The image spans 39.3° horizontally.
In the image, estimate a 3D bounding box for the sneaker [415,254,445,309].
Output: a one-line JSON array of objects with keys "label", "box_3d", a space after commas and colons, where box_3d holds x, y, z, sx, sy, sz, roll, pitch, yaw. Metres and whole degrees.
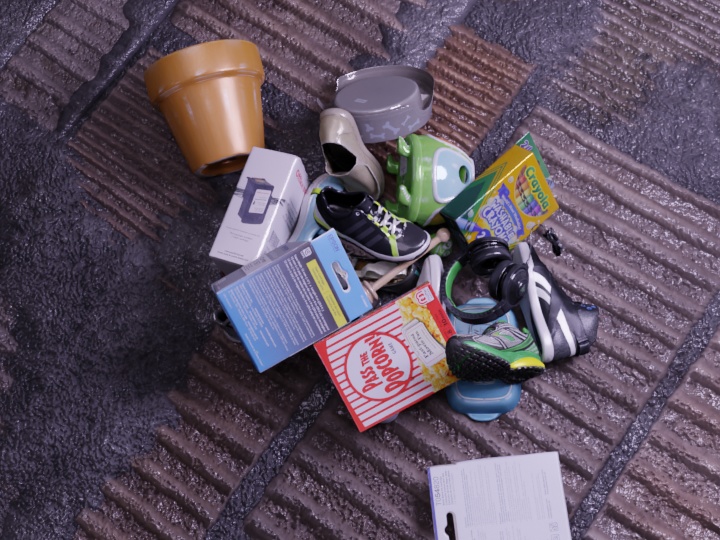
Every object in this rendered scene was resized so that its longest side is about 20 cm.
[{"label": "sneaker", "box_3d": [0.087, 0.073, 1.585, 0.088, 0.075, 0.201, 3, 81, 15]}]

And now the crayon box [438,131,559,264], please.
[{"label": "crayon box", "box_3d": [0.235, -0.108, 1.609, 0.200, 0.126, 0.052, -42, 37, -9]}]

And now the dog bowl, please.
[{"label": "dog bowl", "box_3d": [0.029, -0.277, 1.683, 0.199, 0.059, 0.200, -8, 32, 5]}]

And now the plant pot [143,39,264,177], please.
[{"label": "plant pot", "box_3d": [-0.245, -0.263, 1.699, 0.199, 0.200, 0.184, -16, 85, 0]}]

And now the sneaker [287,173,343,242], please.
[{"label": "sneaker", "box_3d": [-0.057, -0.072, 1.641, 0.082, 0.074, 0.201, -1, 61, 42]}]

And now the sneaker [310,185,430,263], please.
[{"label": "sneaker", "box_3d": [0.012, -0.075, 1.553, 0.199, 0.083, 0.072, 18, 57, 10]}]

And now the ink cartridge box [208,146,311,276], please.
[{"label": "ink cartridge box", "box_3d": [-0.156, -0.078, 1.633, 0.084, 0.145, 0.201, 16, 73, 13]}]

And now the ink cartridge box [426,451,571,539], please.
[{"label": "ink cartridge box", "box_3d": [0.207, 0.377, 1.486, 0.199, 0.041, 0.201, -6, 70, 4]}]

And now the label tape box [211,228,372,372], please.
[{"label": "label tape box", "box_3d": [-0.103, 0.040, 1.521, 0.199, 0.066, 0.144, -30, 108, -10]}]

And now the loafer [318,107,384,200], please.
[{"label": "loafer", "box_3d": [-0.022, -0.172, 1.628, 0.075, 0.200, 0.068, -1, 52, 29]}]

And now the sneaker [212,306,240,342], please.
[{"label": "sneaker", "box_3d": [-0.141, 0.058, 1.583, 0.199, 0.116, 0.075, -20, 66, 11]}]

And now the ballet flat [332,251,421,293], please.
[{"label": "ballet flat", "box_3d": [0.000, 0.000, 1.629, 0.199, 0.068, 0.068, -1, 70, 6]}]

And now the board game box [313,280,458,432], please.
[{"label": "board game box", "box_3d": [0.051, 0.129, 1.521, 0.199, 0.046, 0.152, -29, 92, 2]}]

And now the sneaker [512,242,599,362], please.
[{"label": "sneaker", "box_3d": [0.312, 0.046, 1.585, 0.111, 0.073, 0.201, -6, 67, -10]}]

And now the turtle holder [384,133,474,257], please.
[{"label": "turtle holder", "box_3d": [0.115, -0.129, 1.626, 0.131, 0.141, 0.186, 2, 58, -10]}]

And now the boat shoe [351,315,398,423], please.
[{"label": "boat shoe", "box_3d": [0.006, 0.141, 1.578, 0.071, 0.068, 0.201, -19, 70, 0]}]

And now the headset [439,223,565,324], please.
[{"label": "headset", "box_3d": [0.218, 0.004, 1.536, 0.200, 0.094, 0.124, -38, 52, 6]}]

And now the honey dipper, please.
[{"label": "honey dipper", "box_3d": [0.060, -0.004, 1.575, 0.200, 0.038, 0.038, -38, 71, -6]}]

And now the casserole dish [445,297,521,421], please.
[{"label": "casserole dish", "box_3d": [0.191, 0.133, 1.577, 0.120, 0.039, 0.201, -1, 69, 5]}]

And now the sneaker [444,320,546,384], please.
[{"label": "sneaker", "box_3d": [0.190, 0.116, 1.488, 0.078, 0.200, 0.086, -33, 60, 33]}]
